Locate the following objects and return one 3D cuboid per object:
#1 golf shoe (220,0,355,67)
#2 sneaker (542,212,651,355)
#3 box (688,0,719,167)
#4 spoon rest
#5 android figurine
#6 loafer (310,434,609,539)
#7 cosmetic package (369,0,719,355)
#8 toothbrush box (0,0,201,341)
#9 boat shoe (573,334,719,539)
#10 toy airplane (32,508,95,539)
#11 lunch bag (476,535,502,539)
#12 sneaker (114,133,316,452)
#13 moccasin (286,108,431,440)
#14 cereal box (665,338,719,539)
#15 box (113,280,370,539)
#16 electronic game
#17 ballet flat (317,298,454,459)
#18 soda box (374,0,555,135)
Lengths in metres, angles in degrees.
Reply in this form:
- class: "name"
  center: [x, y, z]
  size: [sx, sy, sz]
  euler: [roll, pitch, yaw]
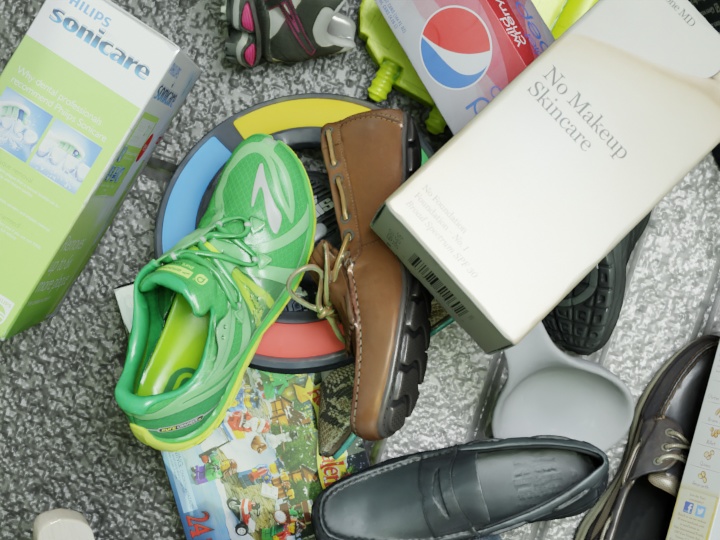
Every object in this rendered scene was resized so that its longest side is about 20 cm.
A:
- class: "golf shoe"
  center: [-0.047, -0.205, 0.737]
  size: [0.087, 0.201, 0.078]
  euler: [4, 63, 3]
- class: "sneaker"
  center: [0.167, -0.039, 0.812]
  size: [0.090, 0.076, 0.202]
  euler: [-14, 117, -39]
- class: "box"
  center: [0.278, -0.136, 0.774]
  size: [0.106, 0.148, 0.202]
  euler: [-27, 95, 0]
- class: "spoon rest"
  center: [0.118, 0.065, 0.791]
  size: [0.098, 0.061, 0.201]
  euler: [-21, 125, 12]
- class: "android figurine"
  center: [0.075, -0.193, 0.815]
  size: [0.181, 0.041, 0.201]
  euler: [30, 90, -5]
- class: "loafer"
  center: [0.065, 0.142, 0.785]
  size: [0.198, 0.071, 0.069]
  euler: [-9, 67, -7]
- class: "cosmetic package"
  center: [0.111, -0.060, 0.656]
  size: [0.200, 0.073, 0.104]
  euler: [-44, 88, -9]
- class: "toothbrush box"
  center: [-0.191, -0.069, 0.757]
  size: [0.086, 0.146, 0.201]
  euler: [30, 91, -4]
- class: "boat shoe"
  center: [0.216, 0.142, 0.827]
  size: [0.074, 0.073, 0.202]
  euler: [24, 93, -4]
- class: "toy airplane"
  center: [-0.187, 0.260, 0.780]
  size: [0.199, 0.142, 0.200]
  euler: [-40, 118, 17]
- class: "lunch bag"
  center: [0.035, 0.258, 0.764]
  size: [0.168, 0.200, 0.129]
  euler: [-18, 94, -2]
- class: "sneaker"
  center: [-0.083, 0.008, 0.709]
  size: [0.073, 0.084, 0.202]
  euler: [16, 74, 18]
- class: "moccasin"
  center: [0.000, 0.000, 0.709]
  size: [0.077, 0.074, 0.204]
  euler: [-6, 73, 10]
- class: "cereal box"
  center: [0.275, 0.136, 0.802]
  size: [0.143, 0.039, 0.202]
  euler: [20, 84, -35]
- class: "box"
  center: [-0.075, 0.089, 0.827]
  size: [0.135, 0.038, 0.202]
  euler: [-16, 95, -2]
- class: "electronic game"
  center: [-0.037, -0.029, 0.780]
  size: [0.197, 0.042, 0.202]
  euler: [-3, 64, 6]
- class: "ballet flat"
  center: [0.023, 0.033, 0.800]
  size: [0.075, 0.068, 0.200]
  euler: [46, 70, 2]
- class: "soda box"
  center: [0.089, -0.111, 0.742]
  size: [0.070, 0.063, 0.201]
  euler: [-33, 85, 35]
